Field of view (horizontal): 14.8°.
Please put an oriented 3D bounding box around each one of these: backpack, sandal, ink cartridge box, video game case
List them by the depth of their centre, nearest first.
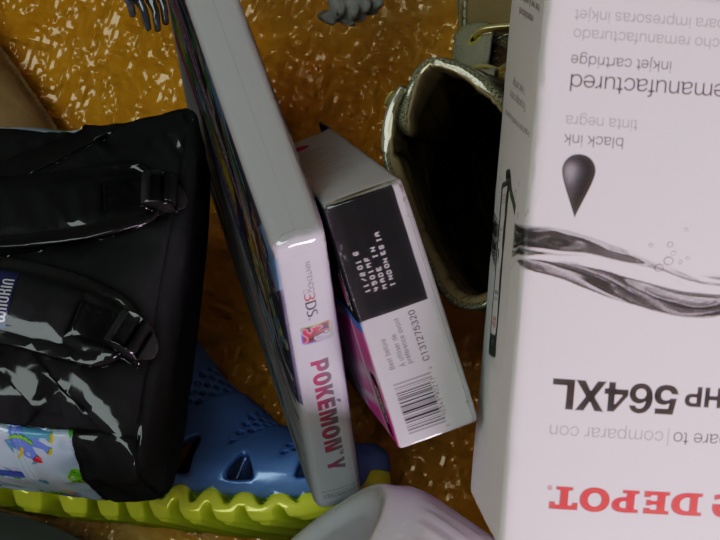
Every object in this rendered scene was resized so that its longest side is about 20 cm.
[{"bbox_3d":[0.122,-0.001,0.980,0.145,0.084,0.201,2,100,-6],"label":"ink cartridge box"},{"bbox_3d":[0.000,0.000,1.079,0.037,0.200,0.095,-19,101,-3],"label":"ink cartridge box"},{"bbox_3d":[-0.042,-0.035,1.090,0.023,0.183,0.201,-16,55,-6],"label":"video game case"},{"bbox_3d":[-0.165,0.019,1.130,0.199,0.154,0.164,4,66,4],"label":"backpack"},{"bbox_3d":[-0.080,0.068,1.177,0.199,0.079,0.088,6,80,22],"label":"sandal"}]

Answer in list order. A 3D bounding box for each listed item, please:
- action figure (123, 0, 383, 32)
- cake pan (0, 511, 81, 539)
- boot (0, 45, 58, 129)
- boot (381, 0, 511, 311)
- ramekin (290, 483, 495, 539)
[{"bbox_3d":[-0.010,-0.164,1.158,0.199,0.119,0.102,-18,109,38],"label":"action figure"},{"bbox_3d":[-0.169,0.164,1.135,0.200,0.200,0.037,25,127,23],"label":"cake pan"},{"bbox_3d":[-0.225,-0.053,1.259,0.175,0.066,0.201,-32,72,14],"label":"boot"},{"bbox_3d":[0.056,-0.074,1.097,0.072,0.155,0.201,-9,80,20],"label":"boot"},{"bbox_3d":[-0.011,0.170,1.055,0.094,0.202,0.202,43,100,-8],"label":"ramekin"}]
